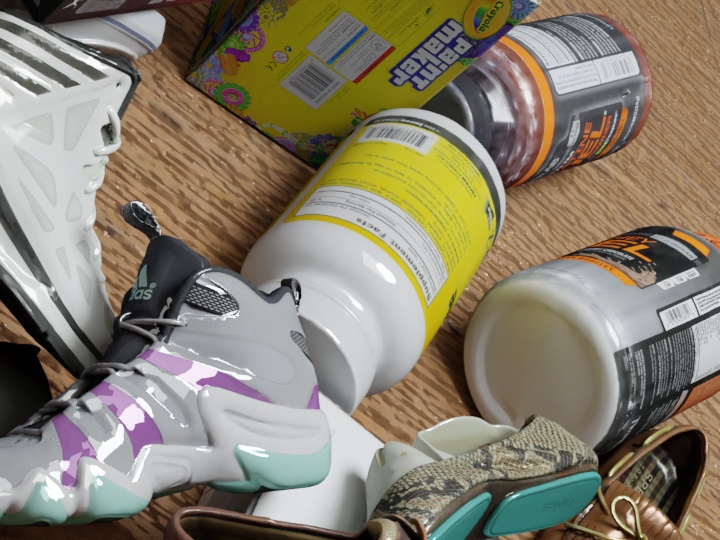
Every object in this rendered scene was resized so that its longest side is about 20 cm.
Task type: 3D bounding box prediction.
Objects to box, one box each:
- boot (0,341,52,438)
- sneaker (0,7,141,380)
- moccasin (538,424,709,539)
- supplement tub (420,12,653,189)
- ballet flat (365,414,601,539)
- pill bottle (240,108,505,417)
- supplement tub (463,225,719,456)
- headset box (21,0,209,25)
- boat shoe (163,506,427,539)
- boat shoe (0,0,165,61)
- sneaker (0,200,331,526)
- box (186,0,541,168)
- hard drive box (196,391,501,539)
[{"bbox_3d":[-0.189,0.104,0.779,0.138,0.077,0.201,14,55,-42],"label":"boot"},{"bbox_3d":[-0.131,-0.034,0.819,0.115,0.076,0.201,-39,123,-14],"label":"sneaker"},{"bbox_3d":[0.164,0.160,1.054,0.074,0.078,0.201,52,41,0],"label":"moccasin"},{"bbox_3d":[0.105,-0.112,1.173,0.200,0.107,0.107,-19,76,-47],"label":"supplement tub"},{"bbox_3d":[0.048,0.112,0.887,0.075,0.068,0.200,43,30,24],"label":"ballet flat"},{"bbox_3d":[0.000,0.000,0.991,0.112,0.112,0.200,46,42,-8],"label":"pill bottle"},{"bbox_3d":[0.168,0.041,1.109,0.200,0.122,0.123,-18,75,-48],"label":"supplement tub"},{"bbox_3d":[-0.130,-0.221,0.942,0.149,0.075,0.200,58,31,6],"label":"headset box"},{"bbox_3d":[0.007,0.144,0.757,0.199,0.072,0.072,14,34,5],"label":"boat shoe"},{"bbox_3d":[-0.202,-0.132,0.942,0.199,0.073,0.066,10,85,-30],"label":"boat shoe"},{"bbox_3d":[-0.106,0.038,0.784,0.199,0.078,0.141,-4,86,-42],"label":"sneaker"},{"bbox_3d":[0.013,-0.201,1.078,0.122,0.200,0.193,33,45,-21],"label":"box"},{"bbox_3d":[0.002,0.183,0.891,0.200,0.077,0.156,41,42,-14],"label":"hard drive box"}]
